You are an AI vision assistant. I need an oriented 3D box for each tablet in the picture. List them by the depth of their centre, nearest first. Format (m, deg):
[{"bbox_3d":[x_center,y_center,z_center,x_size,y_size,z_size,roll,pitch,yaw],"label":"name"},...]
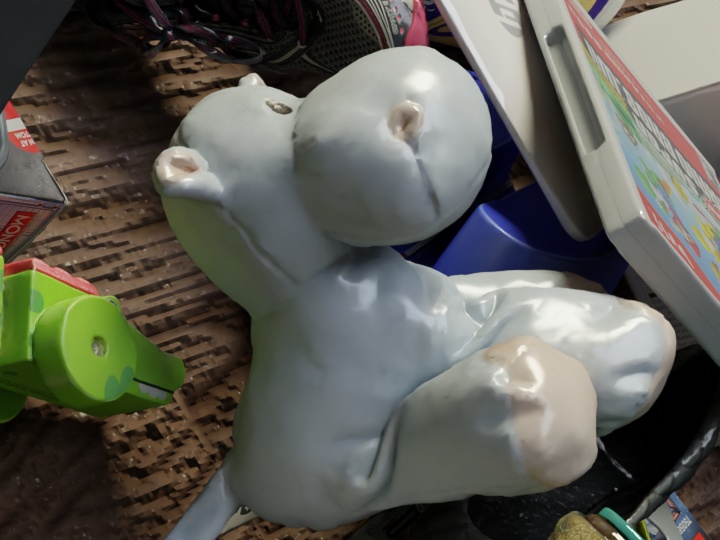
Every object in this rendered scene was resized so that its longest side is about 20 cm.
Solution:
[{"bbox_3d":[0.063,-0.113,0.883,0.200,0.014,0.130,59,26,-3],"label":"tablet"}]

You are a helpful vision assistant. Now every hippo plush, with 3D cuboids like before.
[{"bbox_3d":[0.000,0.000,0.744,0.161,0.200,0.159,68,22,-8],"label":"hippo plush"}]

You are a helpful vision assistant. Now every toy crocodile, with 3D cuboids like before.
[{"bbox_3d":[-0.140,0.013,0.703,0.200,0.068,0.062,21,62,-45],"label":"toy crocodile"}]

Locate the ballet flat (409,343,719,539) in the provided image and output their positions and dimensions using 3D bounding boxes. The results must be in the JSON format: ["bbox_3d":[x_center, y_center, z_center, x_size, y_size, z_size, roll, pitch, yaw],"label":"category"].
[{"bbox_3d":[0.075,0.080,0.751,0.066,0.057,0.200,40,40,11],"label":"ballet flat"}]

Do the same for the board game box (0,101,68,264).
[{"bbox_3d":[-0.207,-0.079,0.736,0.200,0.062,0.200,22,44,-36],"label":"board game box"}]

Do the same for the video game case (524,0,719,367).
[{"bbox_3d":[0.126,-0.029,0.838,0.143,0.017,0.200,46,20,-30],"label":"video game case"}]

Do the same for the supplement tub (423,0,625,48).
[{"bbox_3d":[0.036,-0.191,1.033,0.200,0.145,0.145,7,54,-44],"label":"supplement tub"}]

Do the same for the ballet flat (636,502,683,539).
[{"bbox_3d":[0.109,0.139,0.817,0.067,0.067,0.200,6,55,-47],"label":"ballet flat"}]

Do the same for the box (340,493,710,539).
[{"bbox_3d":[0.078,0.131,0.882,0.137,0.040,0.200,53,35,4],"label":"box"}]

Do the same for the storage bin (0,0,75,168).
[{"bbox_3d":[-0.156,-0.144,0.663,0.146,0.134,0.200,21,37,-36],"label":"storage bin"}]

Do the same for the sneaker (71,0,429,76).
[{"bbox_3d":[-0.062,-0.117,0.871,0.200,0.081,0.075,19,45,24],"label":"sneaker"}]

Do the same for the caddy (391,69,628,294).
[{"bbox_3d":[0.042,-0.009,0.914,0.141,0.105,0.200,38,25,13],"label":"caddy"}]

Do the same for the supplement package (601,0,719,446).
[{"bbox_3d":[0.201,-0.032,1.046,0.200,0.120,0.121,62,30,-22],"label":"supplement package"}]

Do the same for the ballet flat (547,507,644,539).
[{"bbox_3d":[0.101,0.134,0.710,0.200,0.071,0.071,38,31,-56],"label":"ballet flat"}]
